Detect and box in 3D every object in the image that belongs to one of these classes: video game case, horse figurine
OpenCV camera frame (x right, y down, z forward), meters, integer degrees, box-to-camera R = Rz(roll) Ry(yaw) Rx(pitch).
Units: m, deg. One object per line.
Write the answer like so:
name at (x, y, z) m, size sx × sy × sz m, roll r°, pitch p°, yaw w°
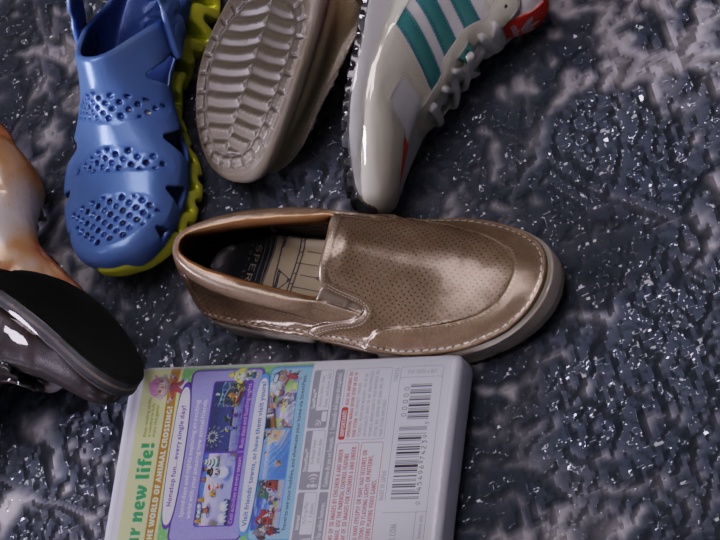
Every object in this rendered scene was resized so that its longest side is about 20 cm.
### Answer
video game case at (-0.042, 0.139, 1.235) m, size 0.182 × 0.022 × 0.200 m, roll -3°, pitch 65°, yaw 24°
horse figurine at (-0.209, -0.013, 1.385) m, size 0.132 × 0.050 × 0.200 m, roll -24°, pitch 58°, yaw 19°

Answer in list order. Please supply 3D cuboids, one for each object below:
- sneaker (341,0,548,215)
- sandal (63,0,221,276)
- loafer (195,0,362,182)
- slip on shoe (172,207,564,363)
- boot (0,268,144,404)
sneaker at (0.046, -0.120, 1.305) m, size 0.093 × 0.070 × 0.200 m, roll 10°, pitch 79°, yaw 2°
sandal at (-0.128, -0.092, 1.367) m, size 0.079 × 0.087 × 0.200 m, roll -9°, pitch 62°, yaw 19°
loafer at (-0.027, -0.139, 1.355) m, size 0.076 × 0.068 × 0.200 m, roll 16°, pitch 88°, yaw 42°
slip on shoe at (0.000, 0.000, 1.268) m, size 0.200 × 0.061 × 0.076 m, roll 6°, pitch 66°, yaw 28°
boot at (-0.219, 0.074, 1.319) m, size 0.200 × 0.069 × 0.174 m, roll 28°, pitch 103°, yaw 21°
